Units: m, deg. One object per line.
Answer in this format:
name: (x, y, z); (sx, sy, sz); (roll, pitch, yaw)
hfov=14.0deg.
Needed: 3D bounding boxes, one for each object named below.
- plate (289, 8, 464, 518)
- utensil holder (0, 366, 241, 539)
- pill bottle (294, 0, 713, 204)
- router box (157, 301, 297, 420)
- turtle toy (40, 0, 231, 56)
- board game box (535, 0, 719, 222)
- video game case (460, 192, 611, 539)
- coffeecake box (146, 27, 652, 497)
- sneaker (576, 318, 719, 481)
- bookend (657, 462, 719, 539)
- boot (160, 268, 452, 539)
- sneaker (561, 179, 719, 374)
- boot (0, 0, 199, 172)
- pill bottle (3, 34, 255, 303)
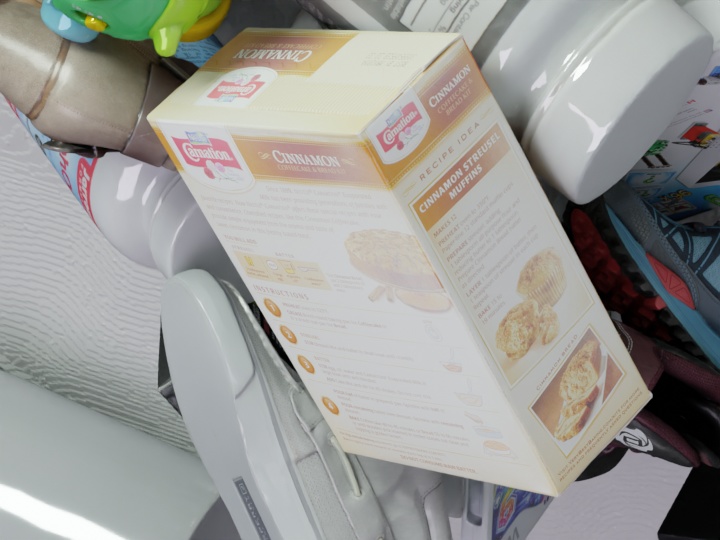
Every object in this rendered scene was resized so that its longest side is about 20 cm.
plate: (0.000, 0.000, 1.493); (0.200, 0.032, 0.200); (-123, 23, -43)
utensil holder: (-0.185, 0.163, 1.801); (0.199, 0.170, 0.170); (21, 137, 16)
pill bottle: (0.050, -0.127, 1.293); (0.200, 0.114, 0.114); (40, 141, 13)
router box: (-0.038, 0.073, 1.561); (0.062, 0.200, 0.150); (-38, 102, 6)
turtle toy: (-0.121, -0.184, 1.291); (0.146, 0.101, 0.201); (113, 139, -73)
board game box: (0.164, -0.076, 1.377); (0.126, 0.035, 0.200); (23, 151, -37)
video game case: (0.093, 0.053, 1.509); (0.018, 0.143, 0.201); (21, 137, 21)
coffeecake box: (0.017, -0.006, 1.299); (0.153, 0.073, 0.200); (8, 135, 51)
sneaker: (0.135, 0.077, 1.446); (0.115, 0.076, 0.200); (24, 169, 23)
bookend: (0.281, 0.190, 1.539); (0.199, 0.092, 0.199); (4, 131, 32)
boot: (-0.022, 0.082, 1.434); (0.073, 0.095, 0.201); (-13, 100, 63)
sneaker: (0.183, 0.007, 1.442); (0.200, 0.096, 0.079); (41, 168, -22)
boot: (-0.120, -0.101, 1.403); (0.146, 0.200, 0.070); (28, 112, 4)
pill bottle: (-0.103, -0.071, 1.501); (0.200, 0.108, 0.109); (51, 154, 43)
